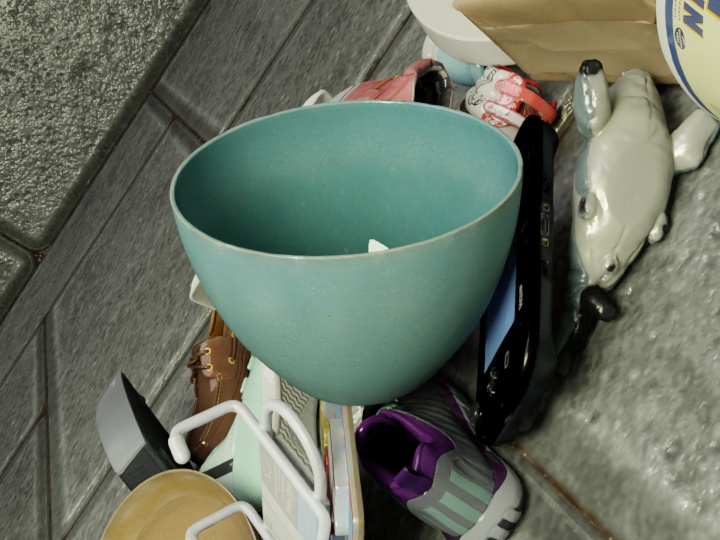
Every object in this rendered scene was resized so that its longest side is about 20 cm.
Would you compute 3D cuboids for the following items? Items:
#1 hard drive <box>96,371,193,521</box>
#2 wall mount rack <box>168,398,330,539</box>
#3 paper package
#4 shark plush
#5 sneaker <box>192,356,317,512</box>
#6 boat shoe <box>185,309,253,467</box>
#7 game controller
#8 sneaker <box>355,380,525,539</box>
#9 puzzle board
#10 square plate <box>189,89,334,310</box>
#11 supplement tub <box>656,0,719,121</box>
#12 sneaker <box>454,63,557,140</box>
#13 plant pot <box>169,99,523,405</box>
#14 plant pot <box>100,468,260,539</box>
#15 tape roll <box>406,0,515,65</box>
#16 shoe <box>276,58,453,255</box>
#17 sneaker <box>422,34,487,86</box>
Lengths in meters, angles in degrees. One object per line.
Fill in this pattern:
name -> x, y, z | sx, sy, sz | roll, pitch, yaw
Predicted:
hard drive -> -0.181, 0.171, 0.941 | 0.042, 0.135, 0.200 | -35, 19, -9
wall mount rack -> -0.050, 0.179, 0.633 | 0.174, 0.074, 0.201 | 48, 150, 35
paper package -> 0.187, -0.232, 0.709 | 0.190, 0.103, 0.201 | 15, 73, 53
shark plush -> 0.158, -0.032, 0.652 | 0.083, 0.090, 0.202 | 135, 142, -78
sneaker -> -0.089, 0.116, 0.900 | 0.118, 0.074, 0.201 | -34, 33, 33
boat shoe -> -0.140, 0.098, 1.044 | 0.072, 0.067, 0.201 | -34, 32, 44
game controller -> 0.093, 0.003, 0.643 | 0.105, 0.042, 0.201 | 93, -177, -54
sneaker -> 0.028, 0.099, 0.666 | 0.075, 0.087, 0.200 | -55, 22, -1
puzzle board -> -0.015, 0.144, 0.676 | 0.200, 0.017, 0.152 | -100, 10, -59
square plate -> -0.054, -0.043, 0.929 | 0.028, 0.200, 0.199 | 33, 91, 26
supplement tub -> 0.228, -0.106, 0.445 | 0.145, 0.145, 0.200 | -52, 22, 12
sneaker -> 0.099, -0.083, 0.789 | 0.108, 0.067, 0.202 | -49, 21, 25
plant pot -> -0.004, -0.001, 0.635 | 0.201, 0.198, 0.136 | -99, 3, -59
plant pot -> -0.134, 0.251, 0.792 | 0.199, 0.027, 0.202 | -14, 68, 38
tape roll -> 0.130, -0.260, 0.873 | 0.201, 0.037, 0.204 | -14, 58, 23
shoe -> 0.005, -0.085, 0.765 | 0.091, 0.072, 0.201 | -19, 28, 34
sneaker -> 0.144, -0.235, 0.921 | 0.082, 0.074, 0.200 | 35, 87, 38
